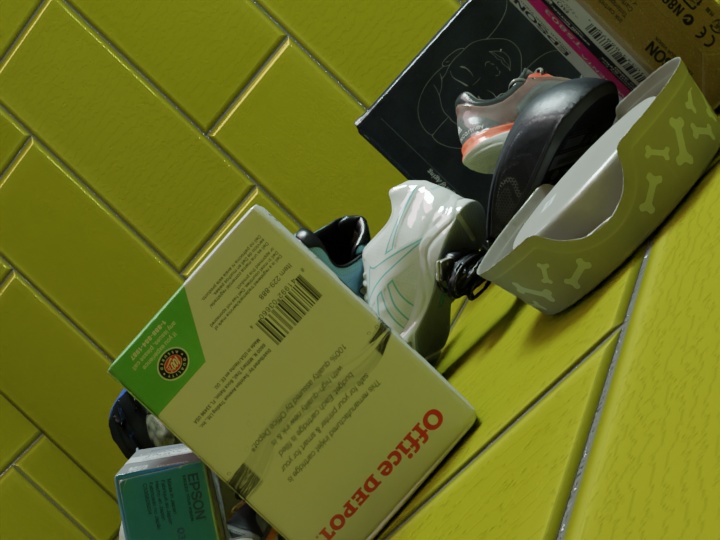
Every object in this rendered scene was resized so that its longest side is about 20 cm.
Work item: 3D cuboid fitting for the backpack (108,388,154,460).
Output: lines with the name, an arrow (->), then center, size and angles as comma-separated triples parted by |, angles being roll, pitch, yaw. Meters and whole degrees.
backpack -> -0.182, 0.185, 1.694 | 0.163, 0.200, 0.168 | -46, 3, 35

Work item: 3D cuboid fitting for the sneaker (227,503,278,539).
sneaker -> -0.141, 0.259, 1.257 | 0.200, 0.077, 0.078 | -48, 0, -40

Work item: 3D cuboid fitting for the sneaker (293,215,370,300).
sneaker -> 0.000, 0.000, 1.250 | 0.199, 0.078, 0.091 | -2, -58, -55

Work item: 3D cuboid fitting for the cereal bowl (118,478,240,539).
cereal bowl -> -0.173, 0.226, 1.471 | 0.200, 0.083, 0.201 | -48, -20, -24

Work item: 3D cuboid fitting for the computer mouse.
computer mouse -> 0.129, -0.074, 1.142 | 0.138, 0.053, 0.201 | -15, -40, -51

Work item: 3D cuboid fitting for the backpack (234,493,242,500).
backpack -> -0.061, 0.086, 1.306 | 0.198, 0.136, 0.183 | -25, 26, -12

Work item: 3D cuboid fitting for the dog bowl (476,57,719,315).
dog bowl -> 0.167, -0.052, 1.003 | 0.200, 0.059, 0.200 | -47, 2, 2

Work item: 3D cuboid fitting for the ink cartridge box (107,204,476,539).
ink cartridge box -> -0.042, 0.078, 0.969 | 0.146, 0.200, 0.084 | -47, 0, 1

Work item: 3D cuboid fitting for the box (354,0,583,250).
box -> 0.130, -0.143, 1.421 | 0.197, 0.200, 0.124 | -47, 1, 1

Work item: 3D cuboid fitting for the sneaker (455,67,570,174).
sneaker -> 0.173, -0.147, 1.275 | 0.198, 0.083, 0.077 | -12, -19, -18

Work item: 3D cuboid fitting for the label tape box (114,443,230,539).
label tape box -> -0.123, 0.198, 1.039 | 0.063, 0.146, 0.200 | -11, 0, -4

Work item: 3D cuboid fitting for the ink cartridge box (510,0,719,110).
ink cartridge box -> 0.199, -0.201, 1.136 | 0.075, 0.200, 0.165 | -46, 2, -3

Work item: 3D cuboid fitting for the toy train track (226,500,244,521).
toy train track -> -0.067, 0.204, 1.433 | 0.200, 0.033, 0.115 | -42, -4, 4

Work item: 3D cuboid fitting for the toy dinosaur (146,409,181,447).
toy dinosaur -> -0.167, 0.136, 1.271 | 0.047, 0.202, 0.088 | -6, 23, -8

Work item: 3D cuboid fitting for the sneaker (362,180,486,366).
sneaker -> 0.036, 0.020, 1.208 | 0.070, 0.080, 0.202 | -5, -60, -54

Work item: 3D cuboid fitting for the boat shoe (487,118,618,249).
boat shoe -> 0.164, -0.063, 1.239 | 0.200, 0.069, 0.067 | -37, 30, 55
